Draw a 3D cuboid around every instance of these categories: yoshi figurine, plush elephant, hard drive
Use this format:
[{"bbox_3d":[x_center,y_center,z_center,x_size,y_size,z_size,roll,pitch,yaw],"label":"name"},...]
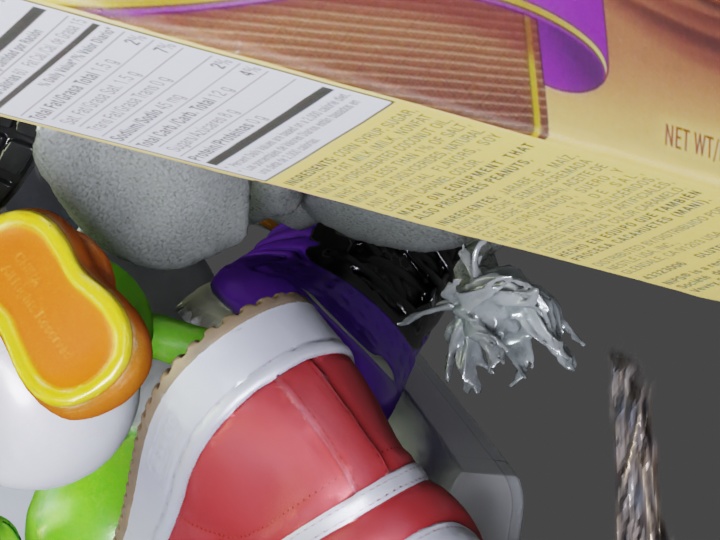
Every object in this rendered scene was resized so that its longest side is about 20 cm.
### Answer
[{"bbox_3d":[-0.079,0.053,0.649,0.200,0.112,0.112,55,-129,-79],"label":"yoshi figurine"},{"bbox_3d":[-0.011,-0.073,0.642,0.155,0.165,0.200,50,-167,-51],"label":"plush elephant"},{"bbox_3d":[0.017,0.108,0.793,0.200,0.027,0.132,-131,47,-77],"label":"hard drive"}]

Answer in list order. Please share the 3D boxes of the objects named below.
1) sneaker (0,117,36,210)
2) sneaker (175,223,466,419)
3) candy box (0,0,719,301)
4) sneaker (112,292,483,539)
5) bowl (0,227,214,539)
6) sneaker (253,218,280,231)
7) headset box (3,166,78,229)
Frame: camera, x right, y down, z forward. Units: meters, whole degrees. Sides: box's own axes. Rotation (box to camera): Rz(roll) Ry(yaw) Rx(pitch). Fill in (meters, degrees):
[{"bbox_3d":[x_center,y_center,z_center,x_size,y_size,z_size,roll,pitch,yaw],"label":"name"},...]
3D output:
[{"bbox_3d":[-0.098,-0.097,0.688,0.200,0.076,0.088,-66,-11,23],"label":"sneaker"},{"bbox_3d":[0.000,0.000,0.758,0.100,0.070,0.200,-43,7,3],"label":"sneaker"},{"bbox_3d":[0.006,-0.074,0.420,0.056,0.200,0.117,-25,55,55],"label":"candy box"},{"bbox_3d":[-0.012,0.102,0.609,0.112,0.071,0.200,50,155,22],"label":"sneaker"},{"bbox_3d":[-0.105,0.066,0.856,0.201,0.090,0.201,-56,8,12],"label":"bowl"},{"bbox_3d":[-0.075,-0.061,0.949,0.077,0.200,0.078,-36,31,57],"label":"sneaker"},{"bbox_3d":[-0.101,-0.108,1.013,0.200,0.174,0.093,54,-167,-28],"label":"headset box"}]
